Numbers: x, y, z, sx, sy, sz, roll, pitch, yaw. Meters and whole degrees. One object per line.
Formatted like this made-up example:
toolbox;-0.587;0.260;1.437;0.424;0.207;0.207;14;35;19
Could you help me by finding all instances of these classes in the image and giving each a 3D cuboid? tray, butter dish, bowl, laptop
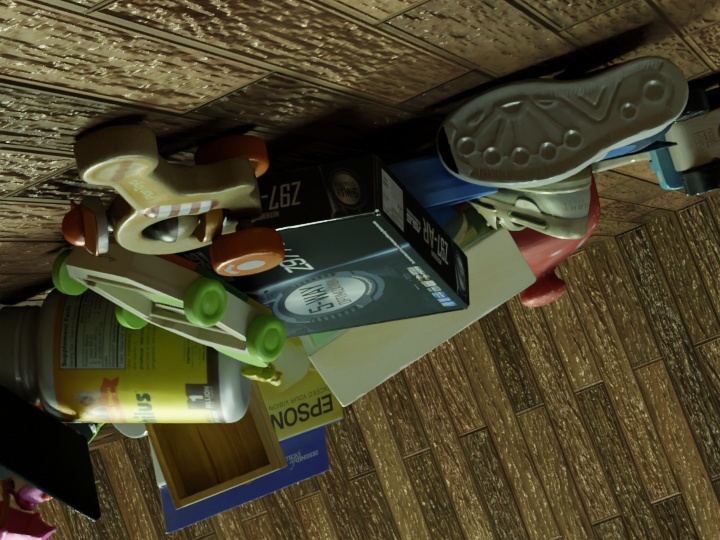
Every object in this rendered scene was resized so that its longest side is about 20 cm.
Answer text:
tray;-0.144;0.090;1.519;0.098;0.202;0.037;-22;175;10
butter dish;0.147;-0.039;1.657;0.198;0.149;0.200;-20;175;-7
bowl;0.008;-0.056;1.391;0.199;0.040;0.201;-14;-179;0
laptop;-0.308;0.133;1.367;0.177;0.104;0.199;37;139;-27

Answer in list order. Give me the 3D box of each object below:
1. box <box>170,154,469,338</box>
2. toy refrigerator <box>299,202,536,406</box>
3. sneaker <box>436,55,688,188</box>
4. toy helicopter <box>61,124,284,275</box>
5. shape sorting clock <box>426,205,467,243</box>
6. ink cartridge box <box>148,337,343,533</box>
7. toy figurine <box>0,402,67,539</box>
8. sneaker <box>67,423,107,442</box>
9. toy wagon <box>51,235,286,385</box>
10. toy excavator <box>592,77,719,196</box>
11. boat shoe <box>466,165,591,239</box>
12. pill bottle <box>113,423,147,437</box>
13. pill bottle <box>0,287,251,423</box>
box;-0.026;-0.012;1.277;0.159;0.044;0.200;-9;157;18
toy refrigerator;0.043;0.023;1.536;0.199;0.070;0.076;-33;-152;2
sneaker;0.147;-0.106;1.366;0.198;0.081;0.146;-18;178;-6
toy helicopter;-0.129;-0.046;1.060;0.131;0.080;0.200;-13;165;8
shape sorting clock;0.000;0.000;1.502;0.199;0.039;0.200;-28;-166;8
ink cartridge box;-0.106;0.118;1.633;0.197;0.202;0.047;-17;-169;-38
toy figurine;-0.316;0.158;1.613;0.199;0.185;0.150;-24;174;24
sneaker;-0.243;0.107;1.728;0.082;0.072;0.200;-4;-150;17
toy wagon;-0.123;0.030;1.289;0.154;0.040;0.200;11;165;41
toy excavator;0.313;-0.125;1.797;0.193;0.101;0.200;-19;-177;-6
boat shoe;0.118;-0.063;1.469;0.072;0.066;0.199;-14;-165;-30
pill bottle;-0.146;0.094;1.702;0.199;0.112;0.111;-15;172;-44
pill bottle;-0.190;0.067;1.430;0.198;0.110;0.109;0;176;4
